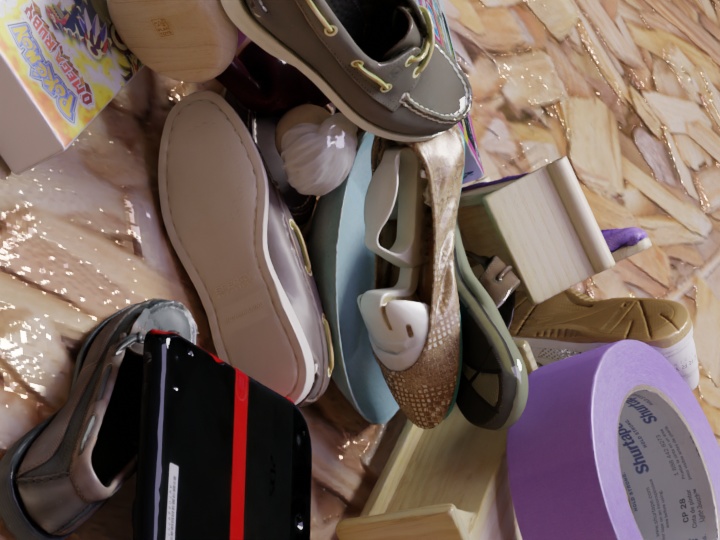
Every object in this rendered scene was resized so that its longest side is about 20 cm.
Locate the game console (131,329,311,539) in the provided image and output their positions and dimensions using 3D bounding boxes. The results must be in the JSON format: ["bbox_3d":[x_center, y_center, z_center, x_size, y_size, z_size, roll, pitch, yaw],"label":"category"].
[{"bbox_3d":[-0.077,0.148,1.055,0.177,0.031,0.200,35,51,-58],"label":"game console"}]

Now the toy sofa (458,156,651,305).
[{"bbox_3d":[0.117,-0.031,1.372,0.083,0.097,0.200,65,-11,-4],"label":"toy sofa"}]

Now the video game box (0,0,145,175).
[{"bbox_3d":[-0.199,-0.181,1.113,0.200,0.047,0.182,57,33,-18],"label":"video game box"}]

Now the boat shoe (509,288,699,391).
[{"bbox_3d":[0.154,0.057,1.399,0.071,0.200,0.069,-39,121,-33],"label":"boat shoe"}]

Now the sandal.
[{"bbox_3d":[0.078,0.030,1.267,0.057,0.080,0.201,0,40,-18],"label":"sandal"}]

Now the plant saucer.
[{"bbox_3d":[0.000,0.000,1.278,0.201,0.039,0.202,1,90,-71],"label":"plant saucer"}]

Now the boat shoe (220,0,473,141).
[{"bbox_3d":[0.005,-0.133,1.129,0.202,0.060,0.072,30,58,-43],"label":"boat shoe"}]

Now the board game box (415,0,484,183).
[{"bbox_3d":[0.028,-0.152,1.377,0.200,0.064,0.148,45,30,-70],"label":"board game box"}]

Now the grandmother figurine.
[{"bbox_3d":[-0.054,-0.135,1.207,0.121,0.061,0.200,-11,65,-28],"label":"grandmother figurine"}]

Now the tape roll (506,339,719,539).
[{"bbox_3d":[0.175,0.149,1.272,0.200,0.066,0.200,36,43,-42],"label":"tape roll"}]

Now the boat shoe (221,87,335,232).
[{"bbox_3d":[-0.048,-0.119,1.267,0.072,0.072,0.200,18,53,-24],"label":"boat shoe"}]

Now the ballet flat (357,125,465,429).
[{"bbox_3d":[0.026,0.000,1.221,0.065,0.070,0.201,1,88,-44],"label":"ballet flat"}]

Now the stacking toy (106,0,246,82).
[{"bbox_3d":[-0.063,-0.200,1.163,0.085,0.085,0.200,55,50,-21],"label":"stacking toy"}]

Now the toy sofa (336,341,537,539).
[{"bbox_3d":[0.065,0.141,1.269,0.098,0.083,0.200,66,29,-25],"label":"toy sofa"}]

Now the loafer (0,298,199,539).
[{"bbox_3d":[-0.123,0.075,1.046,0.072,0.063,0.200,56,32,-17],"label":"loafer"}]

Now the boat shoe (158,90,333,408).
[{"bbox_3d":[-0.067,-0.011,1.190,0.060,0.072,0.200,1,69,-68],"label":"boat shoe"}]
